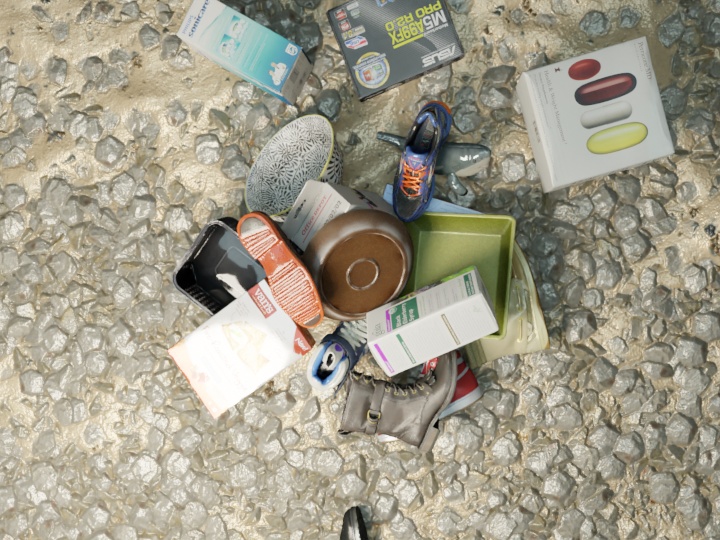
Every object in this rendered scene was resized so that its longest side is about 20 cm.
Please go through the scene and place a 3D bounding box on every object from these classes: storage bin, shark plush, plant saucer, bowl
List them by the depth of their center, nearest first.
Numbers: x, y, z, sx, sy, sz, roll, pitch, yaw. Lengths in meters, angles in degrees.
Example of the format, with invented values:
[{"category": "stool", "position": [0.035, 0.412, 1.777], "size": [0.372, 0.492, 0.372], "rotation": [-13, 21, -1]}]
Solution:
[{"category": "plant saucer", "position": [0.000, 0.000, 1.395], "size": [0.197, 0.032, 0.203], "rotation": [-10, 120, -17]}, {"category": "storage bin", "position": [-0.194, 0.019, 1.450], "size": [0.199, 0.094, 0.136], "rotation": [37, 98, -1]}, {"category": "plant saucer", "position": [0.158, 0.008, 1.460], "size": [0.196, 0.048, 0.204], "rotation": [4, 84, 20]}, {"category": "bowl", "position": [-0.094, -0.153, 1.478], "size": [0.201, 0.201, 0.094], "rotation": [-48, 130, 5]}, {"category": "shark plush", "position": [0.128, -0.213, 1.483], "size": [0.198, 0.083, 0.092], "rotation": [29, 75, 16]}]

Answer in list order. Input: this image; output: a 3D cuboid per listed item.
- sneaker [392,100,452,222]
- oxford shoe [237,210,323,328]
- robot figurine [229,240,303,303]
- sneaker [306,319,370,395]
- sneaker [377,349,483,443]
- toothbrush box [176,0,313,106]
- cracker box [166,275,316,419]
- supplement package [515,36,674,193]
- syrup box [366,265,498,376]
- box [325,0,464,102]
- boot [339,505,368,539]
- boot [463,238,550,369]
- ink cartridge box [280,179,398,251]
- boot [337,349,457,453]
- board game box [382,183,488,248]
[{"category": "sneaker", "position": [0.090, -0.176, 1.419], "size": [0.074, 0.078, 0.203], "rotation": [16, 105, 15]}, {"category": "oxford shoe", "position": [-0.112, -0.007, 1.349], "size": [0.070, 0.073, 0.202], "rotation": [-27, 98, 16]}, {"category": "robot figurine", "position": [-0.151, 0.022, 1.524], "size": [0.196, 0.058, 0.148], "rotation": [-9, 92, 5]}, {"category": "sneaker", "position": [-0.016, 0.119, 1.473], "size": [0.080, 0.146, 0.201], "rotation": [40, 95, 2]}, {"category": "sneaker", "position": [0.102, 0.210, 1.506], "size": [0.198, 0.071, 0.114], "rotation": [-27, 94, -3]}, {"category": "toothbrush box", "position": [-0.190, -0.369, 1.469], "size": [0.198, 0.146, 0.086], "rotation": [28, 93, 4]}, {"category": "cracker box", "position": [-0.187, 0.121, 1.386], "size": [0.199, 0.058, 0.135], "rotation": [-36, 93, 7]}, {"category": "supplement package", "position": [0.377, -0.249, 1.428], "size": [0.197, 0.147, 0.195], "rotation": [-16, 91, 6]}, {"category": "syrup box", "position": [0.111, 0.081, 1.383], "size": [0.197, 0.079, 0.082], "rotation": [-24, 121, 14]}, {"category": "box", "position": [0.060, -0.403, 1.498], "size": [0.197, 0.044, 0.163], "rotation": [-21, 90, 5]}, {"category": "boot", "position": [-0.083, 0.512, 1.540], "size": [0.196, 0.066, 0.168], "rotation": [-10, 90, 9]}, {"category": "boot", "position": [0.226, 0.055, 1.492], "size": [0.153, 0.073, 0.203], "rotation": [-16, 93, 6]}, {"category": "ink cartridge box", "position": [-0.032, -0.073, 1.428], "size": [0.068, 0.199, 0.116], "rotation": [42, 110, 29]}, {"category": "boot", "position": [0.060, 0.197, 1.436], "size": [0.171, 0.069, 0.203], "rotation": [18, 94, -1]}, {"category": "board game box", "position": [0.125, -0.073, 1.519], "size": [0.197, 0.019, 0.105], "rotation": [17, 93, 3]}]
